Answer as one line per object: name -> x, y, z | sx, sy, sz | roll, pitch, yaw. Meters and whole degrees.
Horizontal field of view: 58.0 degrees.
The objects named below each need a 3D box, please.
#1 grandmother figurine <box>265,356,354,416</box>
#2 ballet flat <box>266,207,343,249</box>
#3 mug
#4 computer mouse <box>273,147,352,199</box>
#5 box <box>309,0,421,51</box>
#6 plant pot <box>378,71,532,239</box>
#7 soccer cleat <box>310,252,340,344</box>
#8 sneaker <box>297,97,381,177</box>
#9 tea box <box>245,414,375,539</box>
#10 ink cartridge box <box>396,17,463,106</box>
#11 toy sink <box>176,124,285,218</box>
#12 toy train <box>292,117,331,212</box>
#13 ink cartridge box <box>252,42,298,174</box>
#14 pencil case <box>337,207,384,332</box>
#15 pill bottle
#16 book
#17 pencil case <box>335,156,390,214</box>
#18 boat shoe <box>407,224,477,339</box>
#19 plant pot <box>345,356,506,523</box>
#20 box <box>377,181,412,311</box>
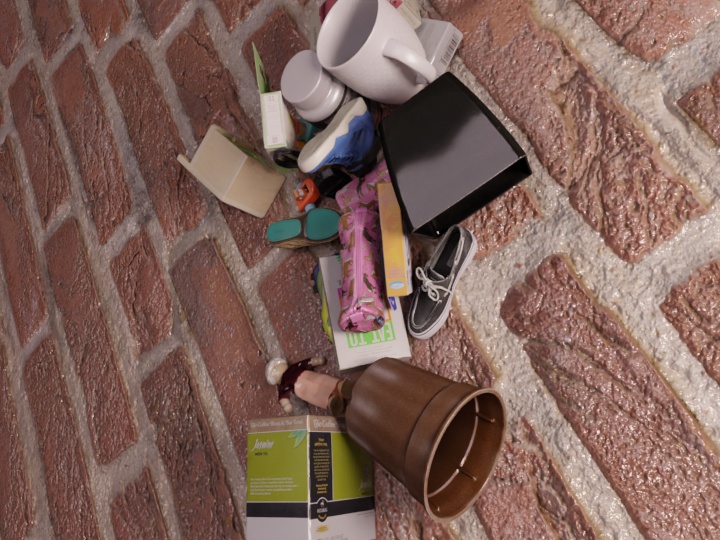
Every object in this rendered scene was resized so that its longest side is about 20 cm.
grandmother figurine -> -0.108, 0.212, 1.208 | 0.196, 0.062, 0.121 | 15, 46, 40
ballet flat -> -0.094, -0.079, 1.263 | 0.195, 0.065, 0.073 | -2, 77, 36
mug -> 0.047, -0.363, 1.105 | 0.199, 0.173, 0.151 | 33, 97, 46
computer mouse -> -0.084, -0.185, 1.203 | 0.058, 0.198, 0.035 | -32, 54, 28
box -> 0.005, -0.479, 1.238 | 0.197, 0.108, 0.131 | -32, 45, 29
plant pot -> 0.135, -0.182, 1.016 | 0.197, 0.199, 0.181 | -33, 82, 15
soccer cleat -> -0.034, 0.061, 1.188 | 0.083, 0.064, 0.205 | -38, 59, 30
sneaker -> -0.025, -0.199, 1.112 | 0.075, 0.113, 0.202 | -13, 31, 39
tea box -> -0.078, 0.346, 1.070 | 0.130, 0.198, 0.204 | -10, 71, 30
ink cartridge box -> 0.086, -0.400, 1.245 | 0.199, 0.047, 0.164 | 34, 99, 49
toy sink -> -0.275, -0.223, 1.381 | 0.199, 0.129, 0.114 | 39, 100, 34
toy train -> -0.119, -0.224, 1.304 | 0.150, 0.055, 0.205 | -42, 57, 35
ink cartridge box -> -0.157, -0.302, 1.218 | 0.046, 0.146, 0.207 | -6, 80, 2
pencil case -> 0.000, 0.000, 1.091 | 0.086, 0.081, 0.206 | -29, 53, 45
pill bottle -> -0.055, -0.317, 1.213 | 0.111, 0.198, 0.118 | -9, 73, 30
book -> 0.006, 0.068, 1.145 | 0.129, 0.048, 0.206 | -10, 70, -8
pencil case -> 0.046, -0.166, 1.180 | 0.198, 0.082, 0.088 | -38, 42, 20
boat shoe -> 0.129, 0.019, 1.090 | 0.073, 0.067, 0.203 | 36, 99, 34
plant pot -> 0.090, 0.242, 0.999 | 0.195, 0.198, 0.206 | 20, 89, 42
box -> 0.061, -0.038, 1.082 | 0.040, 0.119, 0.208 | -7, 90, 9
